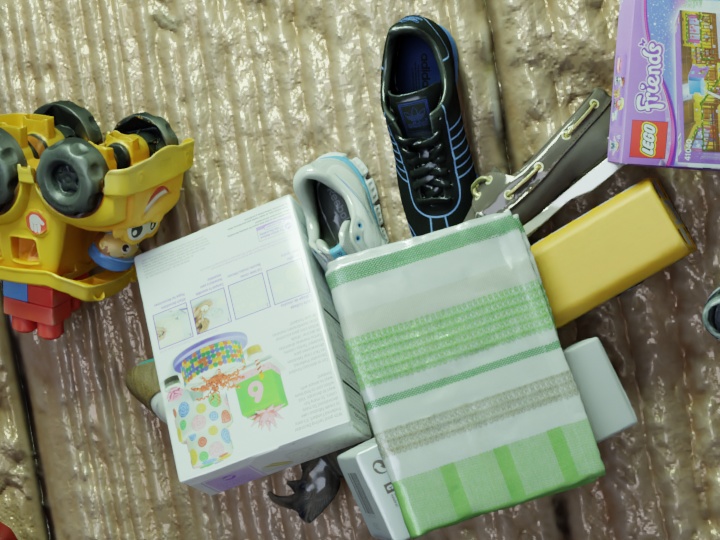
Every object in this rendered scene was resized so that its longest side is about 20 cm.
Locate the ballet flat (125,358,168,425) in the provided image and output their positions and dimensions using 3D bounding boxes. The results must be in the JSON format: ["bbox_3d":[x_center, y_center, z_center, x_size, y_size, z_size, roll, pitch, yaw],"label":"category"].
[{"bbox_3d":[-0.114,0.110,1.149,0.199,0.073,0.068,-3,138,17],"label":"ballet flat"}]

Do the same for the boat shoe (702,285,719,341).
[{"bbox_3d":[0.340,0.057,0.980,0.198,0.068,0.074,26,103,16],"label":"boat shoe"}]

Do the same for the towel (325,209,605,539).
[{"bbox_3d":[0.071,0.070,0.964,0.148,0.031,0.201,-16,76,-6],"label":"towel"}]

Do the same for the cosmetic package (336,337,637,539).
[{"bbox_3d":[0.090,0.125,1.017,0.199,0.101,0.072,-25,86,-11],"label":"cosmetic package"}]

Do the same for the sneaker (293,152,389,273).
[{"bbox_3d":[0.000,0.000,1.094,0.075,0.087,0.201,-33,84,18],"label":"sneaker"}]

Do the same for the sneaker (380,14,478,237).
[{"bbox_3d":[0.050,-0.097,1.070,0.070,0.078,0.202,-9,91,19],"label":"sneaker"}]

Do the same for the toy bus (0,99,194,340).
[{"bbox_3d":[-0.245,-0.035,1.161,0.199,0.136,0.193,8,109,24],"label":"toy bus"}]

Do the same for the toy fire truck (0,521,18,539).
[{"bbox_3d":[-0.369,0.309,1.259,0.168,0.112,0.200,37,108,-11],"label":"toy fire truck"}]

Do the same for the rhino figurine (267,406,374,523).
[{"bbox_3d":[0.013,0.149,1.112,0.199,0.060,0.088,-22,82,17],"label":"rhino figurine"}]

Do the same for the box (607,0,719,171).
[{"bbox_3d":[0.253,-0.172,0.982,0.136,0.039,0.202,3,96,-6],"label":"box"}]

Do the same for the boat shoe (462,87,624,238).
[{"bbox_3d":[0.120,-0.056,1.040,0.200,0.072,0.060,-38,89,7],"label":"boat shoe"}]

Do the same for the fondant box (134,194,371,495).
[{"bbox_3d":[-0.088,0.059,1.098,0.143,0.058,0.201,-21,64,11],"label":"fondant box"}]

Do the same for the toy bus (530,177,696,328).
[{"bbox_3d":[0.151,0.008,1.041,0.199,0.078,0.065,-31,84,20],"label":"toy bus"}]
